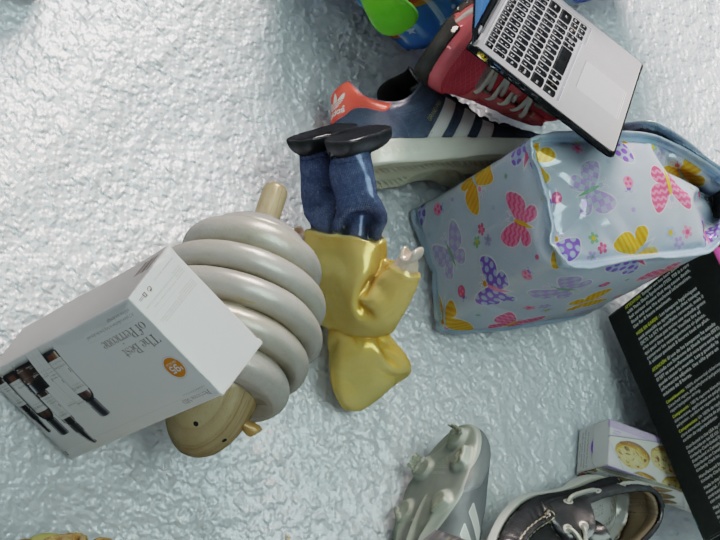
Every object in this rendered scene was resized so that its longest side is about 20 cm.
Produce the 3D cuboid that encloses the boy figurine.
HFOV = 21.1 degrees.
[{"bbox_3d":[0.000,0.000,1.362,0.064,0.124,0.202,-20,105,-42],"label":"boy figurine"}]

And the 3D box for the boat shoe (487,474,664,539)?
[{"bbox_3d":[0.157,0.196,1.410,0.199,0.060,0.075,-11,98,-55],"label":"boat shoe"}]

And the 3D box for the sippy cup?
[{"bbox_3d":[0.036,-0.243,1.463,0.178,0.139,0.131,-49,117,-22],"label":"sippy cup"}]

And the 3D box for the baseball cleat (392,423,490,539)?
[{"bbox_3d":[0.063,0.214,1.378,0.106,0.070,0.201,35,68,-29],"label":"baseball cleat"}]

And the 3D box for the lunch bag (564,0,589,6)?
[{"bbox_3d":[0.171,-0.321,1.577,0.169,0.128,0.201,-17,68,-37],"label":"lunch bag"}]

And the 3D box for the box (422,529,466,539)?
[{"bbox_3d":[0.049,0.301,1.296,0.158,0.048,0.201,-38,112,-24],"label":"box"}]

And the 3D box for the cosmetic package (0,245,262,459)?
[{"bbox_3d":[-0.149,0.055,1.185,0.083,0.200,0.051,44,55,-15],"label":"cosmetic package"}]

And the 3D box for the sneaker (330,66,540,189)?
[{"bbox_3d":[0.061,-0.112,1.469,0.199,0.075,0.085,-1,68,-40],"label":"sneaker"}]

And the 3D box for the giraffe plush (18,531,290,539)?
[{"bbox_3d":[-0.149,0.232,1.174,0.161,0.173,0.201,20,74,-5],"label":"giraffe plush"}]

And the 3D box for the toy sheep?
[{"bbox_3d":[-0.086,0.029,1.281,0.137,0.138,0.201,24,63,-27],"label":"toy sheep"}]

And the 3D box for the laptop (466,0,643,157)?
[{"bbox_3d":[0.146,-0.213,1.384,0.199,0.116,0.187,37,29,-4],"label":"laptop"}]

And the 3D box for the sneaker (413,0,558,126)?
[{"bbox_3d":[0.116,-0.149,1.450,0.087,0.074,0.200,43,21,22],"label":"sneaker"}]

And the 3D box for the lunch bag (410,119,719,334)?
[{"bbox_3d":[0.165,-0.033,1.456,0.199,0.169,0.128,-3,74,-33],"label":"lunch bag"}]

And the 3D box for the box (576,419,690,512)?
[{"bbox_3d":[0.259,0.166,1.540,0.199,0.039,0.042,21,63,-28],"label":"box"}]

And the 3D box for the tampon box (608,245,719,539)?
[{"bbox_3d":[0.316,0.091,1.514,0.149,0.126,0.201,0,60,-40],"label":"tampon box"}]
